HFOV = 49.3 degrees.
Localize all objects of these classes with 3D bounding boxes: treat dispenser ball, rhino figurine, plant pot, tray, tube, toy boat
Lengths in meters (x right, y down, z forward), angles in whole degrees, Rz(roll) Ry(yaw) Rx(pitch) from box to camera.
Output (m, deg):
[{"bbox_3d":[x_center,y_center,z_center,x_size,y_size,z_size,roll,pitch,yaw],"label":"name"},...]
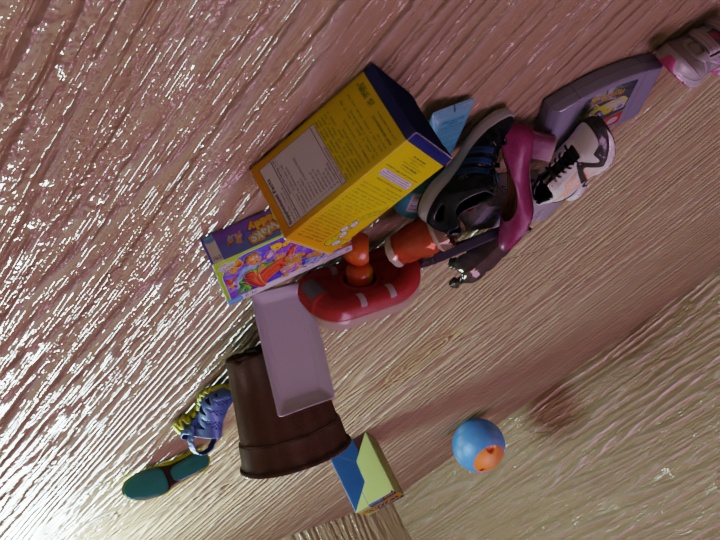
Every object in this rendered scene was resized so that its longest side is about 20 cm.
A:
[{"bbox_3d":[0.448,0.663,2.977,0.200,0.201,0.201,-24,157,-11],"label":"treat dispenser ball"},{"bbox_3d":[0.241,-0.045,1.427,0.200,0.060,0.087,-40,-175,-16],"label":"rhino figurine"},{"bbox_3d":[-0.135,0.226,1.352,0.199,0.199,0.200,-14,-176,1],"label":"plant pot"},{"bbox_3d":[-0.111,0.124,1.264,0.107,0.201,0.022,-14,-177,-30],"label":"tray"},{"bbox_3d":[0.097,-0.154,1.089,0.077,0.050,0.200,-31,158,-35],"label":"tube"},{"bbox_3d":[0.000,0.000,1.231,0.199,0.130,0.131,-18,126,-25],"label":"toy boat"}]

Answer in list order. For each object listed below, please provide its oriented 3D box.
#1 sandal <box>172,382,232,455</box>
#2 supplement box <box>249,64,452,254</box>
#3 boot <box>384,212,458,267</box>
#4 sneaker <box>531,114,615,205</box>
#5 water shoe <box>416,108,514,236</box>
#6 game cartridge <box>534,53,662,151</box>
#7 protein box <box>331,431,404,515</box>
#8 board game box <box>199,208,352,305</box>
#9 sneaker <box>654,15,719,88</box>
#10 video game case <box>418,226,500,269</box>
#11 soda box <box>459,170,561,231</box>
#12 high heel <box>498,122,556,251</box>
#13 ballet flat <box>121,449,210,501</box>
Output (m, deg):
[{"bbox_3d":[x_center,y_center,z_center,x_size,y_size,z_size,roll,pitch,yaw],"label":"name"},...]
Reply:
[{"bbox_3d":[-0.284,0.284,1.502,0.079,0.087,0.200,-3,144,-42],"label":"sandal"},{"bbox_3d":[-0.012,-0.126,0.936,0.200,0.109,0.109,-37,156,19],"label":"supplement box"},{"bbox_3d":[0.092,-0.054,1.215,0.107,0.075,0.200,-26,-178,14],"label":"boot"},{"bbox_3d":[0.326,-0.161,1.214,0.080,0.074,0.200,-19,155,-17],"label":"sneaker"},{"bbox_3d":[0.165,-0.134,1.098,0.200,0.079,0.072,-51,161,-4],"label":"water shoe"},{"bbox_3d":[0.361,-0.255,1.196,0.199,0.041,0.133,-24,153,-11],"label":"game cartridge"},{"bbox_3d":[0.019,0.630,2.416,0.135,0.199,0.200,-29,158,1],"label":"protein box"},{"bbox_3d":[-0.111,-0.036,1.090,0.199,0.045,0.135,-25,157,-10],"label":"board game box"},{"bbox_3d":[0.516,-0.335,1.164,0.200,0.081,0.088,-23,157,-35],"label":"sneaker"},{"bbox_3d":[0.144,-0.030,1.327,0.142,0.019,0.200,-23,-179,-20],"label":"video game case"},{"bbox_3d":[0.250,-0.118,1.312,0.199,0.064,0.068,-10,151,-38],"label":"soda box"},{"bbox_3d":[0.221,-0.126,1.195,0.096,0.067,0.201,8,111,-17],"label":"high heel"},{"bbox_3d":[-0.425,0.450,1.717,0.199,0.067,0.067,-19,176,-26],"label":"ballet flat"}]
